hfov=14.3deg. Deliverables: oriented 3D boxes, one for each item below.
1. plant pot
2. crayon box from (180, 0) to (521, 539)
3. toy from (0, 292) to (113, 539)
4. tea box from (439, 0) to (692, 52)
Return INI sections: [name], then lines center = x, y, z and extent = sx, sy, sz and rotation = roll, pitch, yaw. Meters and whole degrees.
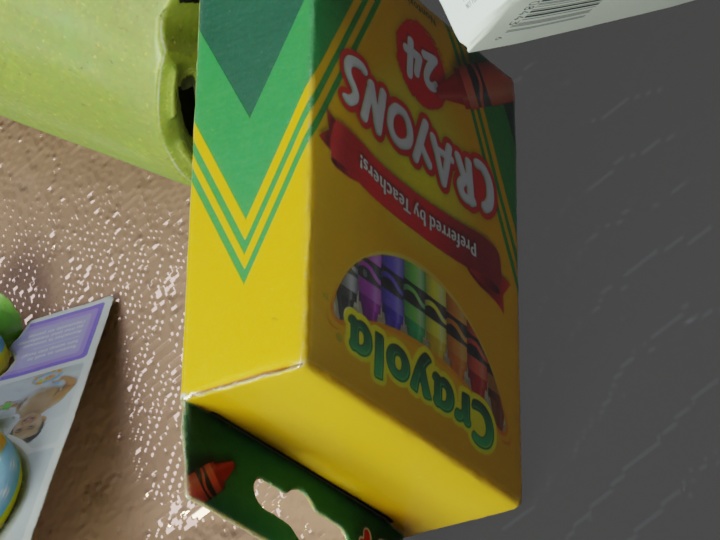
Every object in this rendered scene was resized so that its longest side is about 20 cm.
[plant pot]
center = -0.095, -0.122, 1.053
extent = 0.190, 0.200, 0.201
rotation = 31, 86, 33
[crayon box]
center = 0.000, 0.000, 0.935
extent = 0.051, 0.127, 0.201
rotation = -17, 57, 30
[toy]
center = -0.165, 0.067, 1.018
extent = 0.115, 0.047, 0.200
rotation = -15, 28, 20
[tea box]
center = 0.088, -0.204, 0.860
extent = 0.200, 0.133, 0.197
rotation = -39, 71, 52
